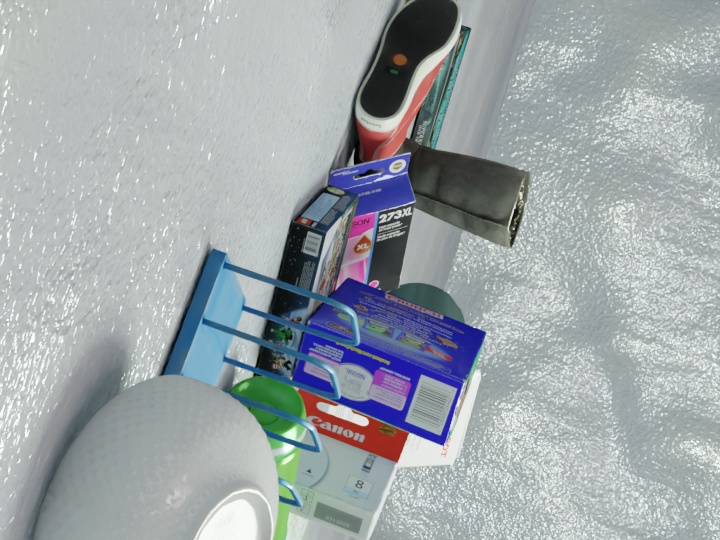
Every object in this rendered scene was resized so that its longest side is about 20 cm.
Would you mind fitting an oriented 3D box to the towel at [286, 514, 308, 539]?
[{"bbox_3d":[-0.098,0.316,1.895,0.200,0.048,0.173,-51,157,-70],"label":"towel"}]

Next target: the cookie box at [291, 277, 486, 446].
[{"bbox_3d":[0.034,0.089,1.562,0.200,0.169,0.076,-46,157,-73],"label":"cookie box"}]

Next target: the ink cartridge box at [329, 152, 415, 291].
[{"bbox_3d":[0.006,-0.041,1.657,0.201,0.094,0.037,97,-28,-49],"label":"ink cartridge box"}]

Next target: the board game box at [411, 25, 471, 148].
[{"bbox_3d":[0.112,-0.252,2.184,0.135,0.028,0.203,-49,156,-74],"label":"board game box"}]

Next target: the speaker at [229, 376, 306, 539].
[{"bbox_3d":[-0.101,0.196,1.439,0.089,0.087,0.202,-63,169,-49],"label":"speaker"}]

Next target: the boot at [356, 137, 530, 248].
[{"bbox_3d":[0.089,-0.072,1.766,0.073,0.198,0.183,-63,168,-47],"label":"boot"}]

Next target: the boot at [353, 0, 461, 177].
[{"bbox_3d":[0.047,-0.200,1.679,0.201,0.072,0.145,-60,168,-27],"label":"boot"}]

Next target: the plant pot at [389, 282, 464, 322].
[{"bbox_3d":[0.079,0.129,2.278,0.197,0.197,0.202,-74,178,-59],"label":"plant pot"}]

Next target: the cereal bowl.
[{"bbox_3d":[-0.117,0.175,0.994,0.199,0.083,0.203,-31,129,-47],"label":"cereal bowl"}]

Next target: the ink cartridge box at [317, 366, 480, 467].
[{"bbox_3d":[0.032,0.163,1.877,0.085,0.197,0.148,-125,-138,-51],"label":"ink cartridge box"}]

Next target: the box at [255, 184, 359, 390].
[{"bbox_3d":[-0.057,0.028,1.546,0.137,0.037,0.202,-55,161,-68],"label":"box"}]

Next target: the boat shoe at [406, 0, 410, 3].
[{"bbox_3d":[0.103,-0.369,1.706,0.067,0.073,0.202,-66,-179,-59],"label":"boat shoe"}]

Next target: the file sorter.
[{"bbox_3d":[-0.089,0.113,1.187,0.139,0.121,0.202,80,29,-73],"label":"file sorter"}]

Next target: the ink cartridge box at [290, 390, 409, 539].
[{"bbox_3d":[-0.036,0.180,1.591,0.201,0.158,0.048,-62,169,-54],"label":"ink cartridge box"}]
